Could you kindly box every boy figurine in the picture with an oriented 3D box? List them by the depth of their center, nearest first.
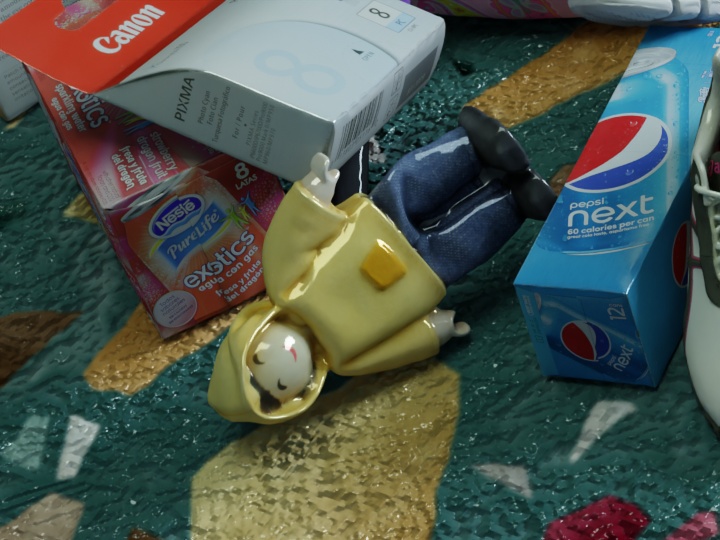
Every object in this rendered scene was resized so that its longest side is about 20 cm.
[{"bbox_3d":[0.000,0.000,1.434,0.200,0.124,0.064,-38,23,-9],"label":"boy figurine"}]

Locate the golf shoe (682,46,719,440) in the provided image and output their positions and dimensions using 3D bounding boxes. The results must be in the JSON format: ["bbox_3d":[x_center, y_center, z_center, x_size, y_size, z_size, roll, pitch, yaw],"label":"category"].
[{"bbox_3d":[0.182,-0.013,1.369,0.077,0.088,0.200,-9,62,25],"label":"golf shoe"}]

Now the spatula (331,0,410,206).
[{"bbox_3d":[-0.003,-0.104,1.583,0.056,0.021,0.200,1,63,6],"label":"spatula"}]

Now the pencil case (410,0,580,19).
[{"bbox_3d":[0.115,-0.188,1.625,0.200,0.087,0.087,-1,43,24],"label":"pencil case"}]

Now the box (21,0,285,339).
[{"bbox_3d":[-0.111,-0.068,1.578,0.095,0.100,0.200,-26,39,-5],"label":"box"}]

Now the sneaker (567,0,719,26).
[{"bbox_3d":[0.199,-0.189,1.523,0.200,0.112,0.078,-7,4,-21],"label":"sneaker"}]

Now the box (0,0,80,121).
[{"bbox_3d":[-0.239,-0.219,1.731,0.106,0.200,0.152,-34,40,-15],"label":"box"}]

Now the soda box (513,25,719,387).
[{"bbox_3d":[0.148,-0.036,1.448,0.064,0.068,0.200,5,46,29],"label":"soda box"}]

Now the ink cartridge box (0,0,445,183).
[{"bbox_3d":[-0.074,-0.127,1.513,0.200,0.047,0.160,25,32,12],"label":"ink cartridge box"}]
